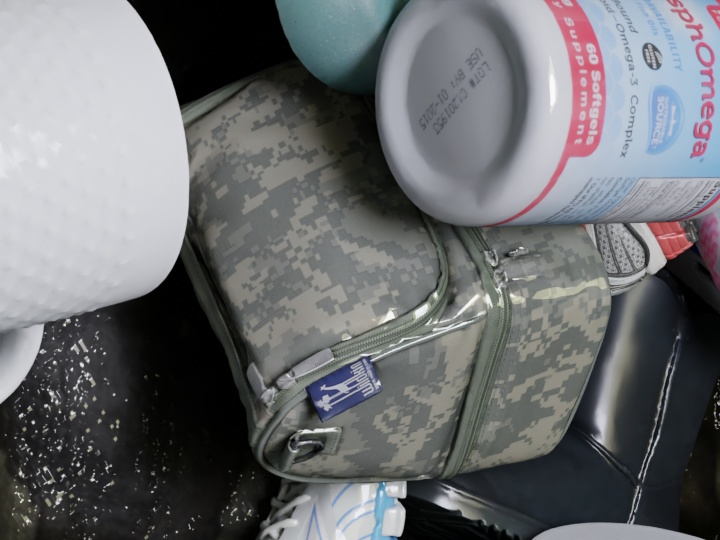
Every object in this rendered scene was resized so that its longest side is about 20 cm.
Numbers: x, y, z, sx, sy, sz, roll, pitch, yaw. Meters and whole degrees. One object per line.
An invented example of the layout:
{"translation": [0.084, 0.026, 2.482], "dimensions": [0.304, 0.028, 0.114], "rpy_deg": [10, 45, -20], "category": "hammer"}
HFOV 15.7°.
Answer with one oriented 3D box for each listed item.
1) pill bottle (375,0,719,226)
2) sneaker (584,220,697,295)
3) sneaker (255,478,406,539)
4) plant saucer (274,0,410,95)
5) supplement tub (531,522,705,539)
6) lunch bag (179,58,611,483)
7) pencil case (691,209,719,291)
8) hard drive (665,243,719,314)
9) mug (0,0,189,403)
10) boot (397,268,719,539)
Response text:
{"translation": [0.111, -0.075, 1.146], "dimensions": [0.199, 0.108, 0.110], "rpy_deg": [-3, 85, -42], "category": "pill bottle"}
{"translation": [0.080, -0.070, 1.324], "dimensions": [0.200, 0.082, 0.078], "rpy_deg": [53, 9, 17], "category": "sneaker"}
{"translation": [-0.029, 0.140, 1.246], "dimensions": [0.086, 0.075, 0.201], "rpy_deg": [3, 79, -25], "category": "sneaker"}
{"translation": [0.042, -0.165, 1.142], "dimensions": [0.200, 0.036, 0.201], "rpy_deg": [-32, 137, -36], "category": "plant saucer"}
{"translation": [0.125, 0.237, 1.257], "dimensions": [0.144, 0.145, 0.201], "rpy_deg": [-3, 108, -35], "category": "supplement tub"}
{"translation": [0.000, 0.000, 1.210], "dimensions": [0.167, 0.140, 0.201], "rpy_deg": [-10, 51, -22], "category": "lunch bag"}
{"translation": [0.200, -0.043, 1.363], "dimensions": [0.083, 0.200, 0.091], "rpy_deg": [-25, 132, 2], "category": "pencil case"}
{"translation": [0.259, -0.020, 1.444], "dimensions": [0.199, 0.132, 0.025], "rpy_deg": [-18, 137, -36], "category": "hard drive"}
{"translation": [-0.187, -0.018, 1.125], "dimensions": [0.175, 0.147, 0.201], "rpy_deg": [-14, 123, -34], "category": "mug"}
{"translation": [0.101, 0.070, 1.341], "dimensions": [0.199, 0.076, 0.169], "rpy_deg": [23, 72, -34], "category": "boot"}
